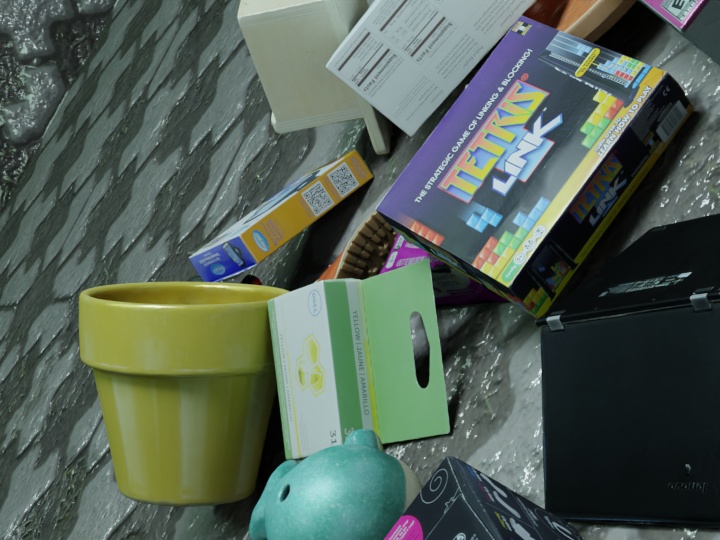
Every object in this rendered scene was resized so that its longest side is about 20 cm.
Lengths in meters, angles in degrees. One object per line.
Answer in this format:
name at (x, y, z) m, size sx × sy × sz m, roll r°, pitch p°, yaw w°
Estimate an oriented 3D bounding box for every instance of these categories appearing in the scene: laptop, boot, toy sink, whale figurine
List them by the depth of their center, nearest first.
laptop at (0.211, 0.057, 1.001) m, size 0.200 × 0.116 × 0.187 m, roll -36°, pitch 12°, yaw -28°
whale figurine at (-0.038, 0.189, 1.214) m, size 0.200 × 0.104 × 0.159 m, roll 8°, pitch 69°, yaw 59°
boot at (0.000, 0.000, 1.440) m, size 0.200 × 0.075 × 0.107 m, roll -54°, pitch 17°, yaw 12°
toy sink at (-0.045, -0.223, 1.615) m, size 0.112 × 0.200 × 0.131 m, roll -10°, pitch 40°, yaw 14°

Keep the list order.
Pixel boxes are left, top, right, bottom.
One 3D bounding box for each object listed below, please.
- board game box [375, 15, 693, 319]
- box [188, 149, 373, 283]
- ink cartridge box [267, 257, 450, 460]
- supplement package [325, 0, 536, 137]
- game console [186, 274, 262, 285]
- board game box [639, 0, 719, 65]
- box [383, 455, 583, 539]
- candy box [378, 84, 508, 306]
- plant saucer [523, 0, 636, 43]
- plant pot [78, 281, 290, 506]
board game box at (0.130, -0.084, 1.194) m, size 0.165 × 0.057 × 0.200 m, roll 31°, pitch 83°, yaw 45°
box at (-0.091, -0.050, 1.620) m, size 0.200 × 0.042 × 0.119 m, roll -36°, pitch 9°, yaw -33°
ink cartridge box at (-0.006, 0.078, 1.297) m, size 0.200 × 0.048 × 0.146 m, roll -21°, pitch 74°, yaw 58°
supplement package at (0.086, -0.256, 1.470) m, size 0.200 × 0.111 × 0.156 m, roll -45°, pitch 9°, yaw 39°
game console at (-0.189, 0.091, 1.634) m, size 0.200 × 0.118 × 0.172 m, roll -64°, pitch -11°, yaw -12°
board game box at (0.234, -0.262, 1.119) m, size 0.148 × 0.064 × 0.200 m, roll -53°, pitch 41°, yaw 15°
box at (0.057, 0.242, 0.945) m, size 0.200 × 0.115 × 0.132 m, roll -55°, pitch 23°, yaw 10°
candy box at (0.107, -0.071, 1.316) m, size 0.136 × 0.061 × 0.200 m, roll -8°, pitch 53°, yaw 61°
plant saucer at (0.203, -0.245, 1.345) m, size 0.200 × 0.032 × 0.200 m, roll -45°, pitch 16°, yaw 16°
plant pot at (-0.162, 0.113, 1.449) m, size 0.201 × 0.200 × 0.190 m, roll -164°, pitch 74°, yaw -67°
